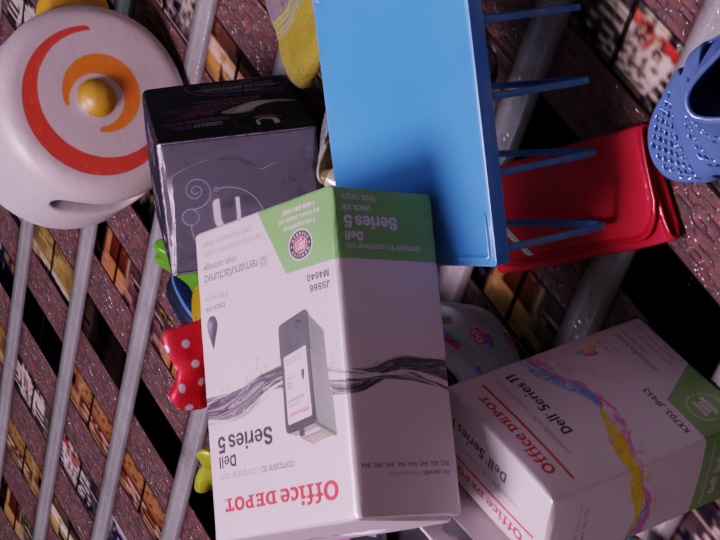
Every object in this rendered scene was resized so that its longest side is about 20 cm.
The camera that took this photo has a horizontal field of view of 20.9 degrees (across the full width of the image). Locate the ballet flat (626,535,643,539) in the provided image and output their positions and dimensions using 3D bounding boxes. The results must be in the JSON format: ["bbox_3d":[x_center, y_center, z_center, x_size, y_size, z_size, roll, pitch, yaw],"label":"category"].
[{"bbox_3d":[0.167,0.252,1.377,0.200,0.070,0.065,117,145,-44],"label":"ballet flat"}]

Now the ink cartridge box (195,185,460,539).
[{"bbox_3d":[-0.023,0.062,1.202,0.145,0.084,0.200,-18,73,48],"label":"ink cartridge box"}]

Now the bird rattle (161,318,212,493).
[{"bbox_3d":[-0.079,0.086,1.476,0.113,0.163,0.200,6,129,29],"label":"bird rattle"}]

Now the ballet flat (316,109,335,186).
[{"bbox_3d":[0.001,-0.096,1.372,0.069,0.071,0.200,22,141,8],"label":"ballet flat"}]

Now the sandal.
[{"bbox_3d":[0.208,-0.102,1.077,0.080,0.087,0.200,63,152,12],"label":"sandal"}]

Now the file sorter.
[{"bbox_3d":[0.066,-0.112,1.243,0.139,0.123,0.200,1,101,48],"label":"file sorter"}]

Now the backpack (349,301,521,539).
[{"bbox_3d":[0.060,0.125,1.397,0.167,0.127,0.200,-20,97,30],"label":"backpack"}]

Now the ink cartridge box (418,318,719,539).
[{"bbox_3d":[0.127,0.112,1.216,0.117,0.200,0.067,45,141,39],"label":"ink cartridge box"}]

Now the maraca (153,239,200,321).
[{"bbox_3d":[-0.087,0.035,1.590,0.137,0.107,0.200,6,152,49],"label":"maraca"}]

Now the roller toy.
[{"bbox_3d":[-0.252,-0.140,1.750,0.182,0.200,0.140,39,154,-13],"label":"roller toy"}]

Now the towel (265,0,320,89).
[{"bbox_3d":[-0.036,-0.241,1.447,0.200,0.023,0.144,121,139,-57],"label":"towel"}]

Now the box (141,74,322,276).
[{"bbox_3d":[-0.100,-0.077,1.514,0.200,0.122,0.106,-119,22,-72],"label":"box"}]

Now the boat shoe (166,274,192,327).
[{"bbox_3d":[-0.119,0.078,1.737,0.200,0.084,0.069,52,134,36],"label":"boat shoe"}]

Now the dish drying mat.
[{"bbox_3d":[0.137,-0.043,1.299,0.200,0.018,0.077,-13,94,61],"label":"dish drying mat"}]
